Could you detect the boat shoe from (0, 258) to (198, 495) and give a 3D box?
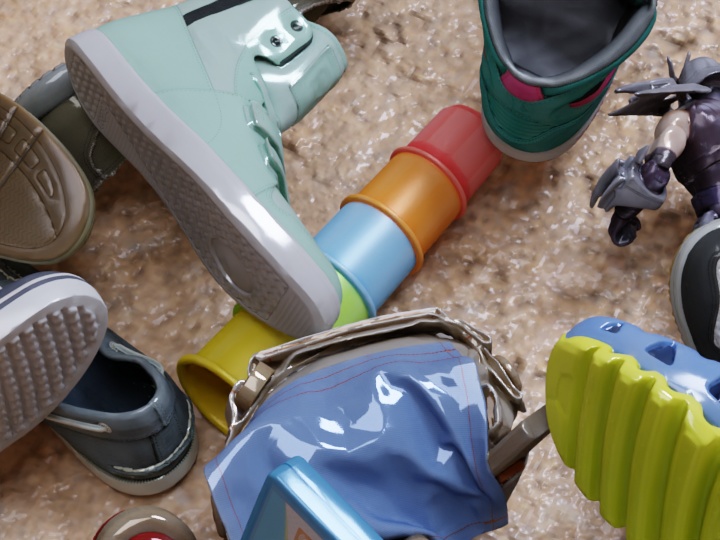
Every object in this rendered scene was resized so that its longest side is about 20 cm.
[{"bbox_3d":[-0.159,0.029,0.892,0.200,0.062,0.073,34,66,22],"label":"boat shoe"}]

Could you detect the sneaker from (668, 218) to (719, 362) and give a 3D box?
[{"bbox_3d":[0.202,0.064,0.781,0.076,0.088,0.200,-33,91,1],"label":"sneaker"}]

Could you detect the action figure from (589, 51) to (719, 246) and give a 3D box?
[{"bbox_3d":[0.175,-0.017,0.885,0.130,0.069,0.201,-3,65,-17],"label":"action figure"}]

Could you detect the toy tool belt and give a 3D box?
[{"bbox_3d":[-0.016,0.093,0.786,0.199,0.123,0.125,-24,94,-12],"label":"toy tool belt"}]

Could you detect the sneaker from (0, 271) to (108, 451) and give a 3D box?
[{"bbox_3d":[-0.200,0.058,0.831,0.200,0.078,0.079,-44,60,11],"label":"sneaker"}]

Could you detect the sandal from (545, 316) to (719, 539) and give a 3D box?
[{"bbox_3d":[0.160,0.079,0.716,0.200,0.080,0.087,34,47,19],"label":"sandal"}]

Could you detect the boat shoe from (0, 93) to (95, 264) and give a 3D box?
[{"bbox_3d":[-0.203,-0.056,0.942,0.200,0.065,0.072,26,82,26],"label":"boat shoe"}]

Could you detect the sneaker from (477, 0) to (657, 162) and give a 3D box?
[{"bbox_3d":[0.109,-0.155,0.880,0.083,0.121,0.201,21,84,6],"label":"sneaker"}]

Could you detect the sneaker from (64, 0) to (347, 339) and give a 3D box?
[{"bbox_3d":[-0.039,-0.064,0.873,0.118,0.074,0.201,-28,60,-20],"label":"sneaker"}]

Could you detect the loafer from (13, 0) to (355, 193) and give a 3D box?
[{"bbox_3d":[-0.081,-0.103,0.977,0.200,0.075,0.070,-30,94,-17],"label":"loafer"}]

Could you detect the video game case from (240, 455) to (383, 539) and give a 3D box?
[{"bbox_3d":[0.022,0.177,0.675,0.018,0.143,0.200,-30,65,-37],"label":"video game case"}]

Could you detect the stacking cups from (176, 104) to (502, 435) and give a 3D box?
[{"bbox_3d":[0.000,0.000,0.909,0.060,0.061,0.200,34,61,22],"label":"stacking cups"}]
